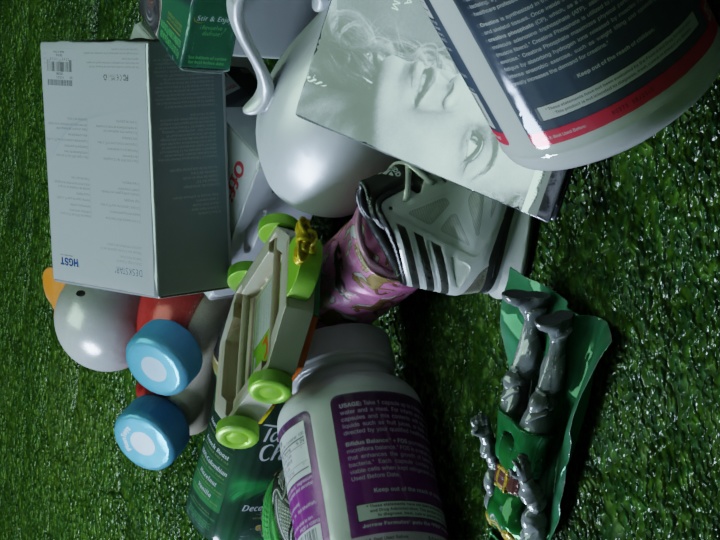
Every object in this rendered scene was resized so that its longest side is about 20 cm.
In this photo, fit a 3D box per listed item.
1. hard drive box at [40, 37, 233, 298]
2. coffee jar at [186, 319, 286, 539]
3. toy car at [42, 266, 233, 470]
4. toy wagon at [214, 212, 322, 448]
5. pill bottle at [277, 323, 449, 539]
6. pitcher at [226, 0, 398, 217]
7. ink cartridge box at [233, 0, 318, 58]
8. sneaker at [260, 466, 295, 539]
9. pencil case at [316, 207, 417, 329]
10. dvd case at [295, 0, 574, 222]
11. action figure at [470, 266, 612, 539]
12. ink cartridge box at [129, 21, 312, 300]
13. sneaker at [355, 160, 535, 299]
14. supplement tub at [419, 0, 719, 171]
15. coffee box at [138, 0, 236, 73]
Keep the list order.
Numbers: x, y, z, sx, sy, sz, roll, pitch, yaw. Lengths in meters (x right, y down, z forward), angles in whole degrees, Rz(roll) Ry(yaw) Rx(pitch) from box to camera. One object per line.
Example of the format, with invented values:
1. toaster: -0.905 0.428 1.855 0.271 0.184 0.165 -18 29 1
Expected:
1. hard drive box: -0.181 -0.086 1.571 0.156 0.077 0.200 9 102 48
2. coffee jar: -0.081 0.130 1.645 0.085 0.104 0.200 43 130 48
3. toy car: -0.198 0.038 1.711 0.184 0.200 0.177 -50 -20 -47
4. toy wagon: -0.064 0.033 1.454 0.200 0.040 0.155 127 152 -48
5. pill bottle: -0.001 0.145 1.444 0.112 0.112 0.200 126 140 -54
6. pitcher: -0.030 -0.142 1.441 0.121 0.171 0.200 -105 27 -47
7. ink cartridge box: -0.063 -0.266 1.558 0.200 0.145 0.145 -127 43 -57
8. sneaker: -0.014 0.226 1.540 0.200 0.078 0.085 59 136 37
9. pencil case: 0.000 0.000 1.482 0.200 0.083 0.087 139 128 -62
10. dvd case: 0.061 -0.135 1.244 0.200 0.016 0.149 25 104 27
11. action figure: 0.106 0.113 1.267 0.118 0.055 0.200 -136 47 -57
12. ink cartridge box: -0.124 -0.095 1.628 0.200 0.084 0.145 48 131 34
13. sneaker: 0.061 -0.077 1.291 0.076 0.115 0.201 -143 57 -63
14. supplement tub: 0.100 -0.169 1.070 0.200 0.140 0.140 59 166 -20
15. coffee box: -0.116 -0.261 1.439 0.123 0.044 0.200 -127 44 -53
